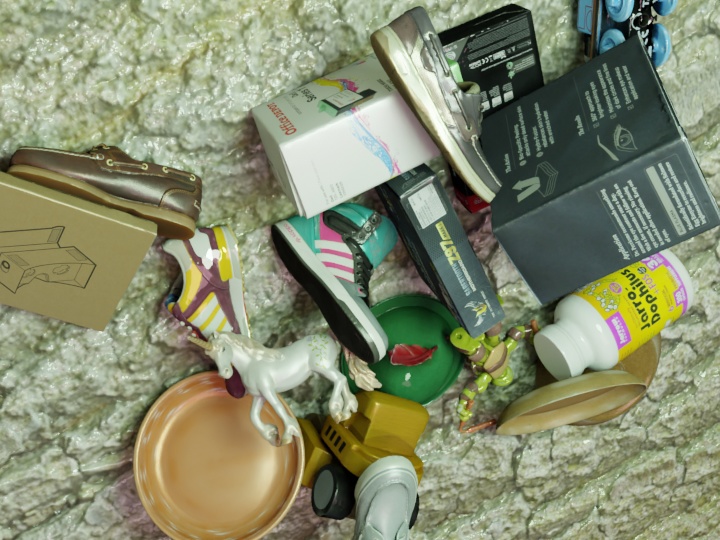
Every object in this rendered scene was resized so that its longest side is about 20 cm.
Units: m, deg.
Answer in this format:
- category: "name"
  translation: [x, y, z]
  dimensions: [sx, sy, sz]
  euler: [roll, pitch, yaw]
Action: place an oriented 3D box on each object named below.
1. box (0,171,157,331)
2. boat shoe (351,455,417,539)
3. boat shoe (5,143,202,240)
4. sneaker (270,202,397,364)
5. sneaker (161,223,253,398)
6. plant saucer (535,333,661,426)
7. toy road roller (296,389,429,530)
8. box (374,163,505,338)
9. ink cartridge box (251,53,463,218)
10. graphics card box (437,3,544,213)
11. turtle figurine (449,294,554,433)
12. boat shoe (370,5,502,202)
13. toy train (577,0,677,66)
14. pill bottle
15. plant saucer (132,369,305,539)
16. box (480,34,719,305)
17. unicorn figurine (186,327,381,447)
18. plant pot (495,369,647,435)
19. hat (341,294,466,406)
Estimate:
- category: "box"
  translation: [-0.327, -0.018, 0.968]
  dimensions: [0.197, 0.022, 0.164]
  euler: [18, 130, -26]
- category: "boat shoe"
  translation: [0.027, 0.289, 1.027]
  dimensions: [0.068, 0.072, 0.204]
  euler: [0, 126, -15]
- category: "boat shoe"
  translation: [-0.256, -0.091, 0.974]
  dimensions: [0.197, 0.070, 0.072]
  euler: [17, 69, -28]
- category: "sneaker"
  translation: [0.000, 0.000, 1.047]
  dimensions: [0.119, 0.201, 0.084]
  euler: [-28, 152, -19]
- category: "sneaker"
  translation: [-0.170, 0.051, 1.063]
  dimensions: [0.088, 0.075, 0.205]
  euler: [-10, 107, -15]
- category: "plant saucer"
  translation: [0.334, 0.133, 1.303]
  dimensions: [0.196, 0.036, 0.205]
  euler: [-8, 115, -16]
- category: "toy road roller"
  translation: [0.004, 0.203, 1.127]
  dimensions: [0.121, 0.200, 0.149]
  euler: [19, 98, -27]
- category: "box"
  translation: [0.075, -0.042, 1.058]
  dimensions: [0.050, 0.158, 0.202]
  euler: [-31, 121, -2]
- category: "ink cartridge box"
  translation: [-0.001, -0.152, 0.987]
  dimensions: [0.197, 0.145, 0.085]
  euler: [-26, 119, -7]
- category: "graphics card box"
  translation: [0.149, -0.182, 1.082]
  dimensions: [0.123, 0.051, 0.203]
  euler: [-23, 121, -8]
- category: "turtle figurine"
  translation: [0.170, 0.097, 1.206]
  dimensions: [0.200, 0.064, 0.162]
  euler: [-44, 139, -12]
- category: "boat shoe"
  translation: [0.085, -0.153, 0.894]
  dimensions: [0.064, 0.072, 0.201]
  euler: [-36, 112, 4]
- category: "toy train"
  translation: [0.284, -0.303, 1.038]
  dimensions: [0.085, 0.114, 0.204]
  euler: [-11, 117, -17]
- category: "pill bottle"
  translation: [0.316, 0.057, 1.204]
  dimensions: [0.198, 0.104, 0.106]
  euler: [-33, 121, -15]
- category: "plant saucer"
  translation: [-0.162, 0.219, 1.107]
  dimensions: [0.195, 0.038, 0.205]
  euler: [1, 74, -5]
- category: "box"
  translation: [0.234, -0.104, 0.974]
  dimensions: [0.197, 0.199, 0.118]
  euler: [-26, 125, 22]
- category: "unicorn figurine"
  translation: [-0.085, 0.114, 1.032]
  dimensions: [0.197, 0.074, 0.140]
  euler: [-18, 84, -30]
- category: "plant pot"
  translation: [0.261, 0.165, 1.204]
  dimensions: [0.195, 0.028, 0.201]
  euler: [-13, 160, -5]
- category: "hat"
  translation: [0.070, 0.138, 1.126]
  dimensions: [0.196, 0.176, 0.169]
  euler: [11, 110, -24]
